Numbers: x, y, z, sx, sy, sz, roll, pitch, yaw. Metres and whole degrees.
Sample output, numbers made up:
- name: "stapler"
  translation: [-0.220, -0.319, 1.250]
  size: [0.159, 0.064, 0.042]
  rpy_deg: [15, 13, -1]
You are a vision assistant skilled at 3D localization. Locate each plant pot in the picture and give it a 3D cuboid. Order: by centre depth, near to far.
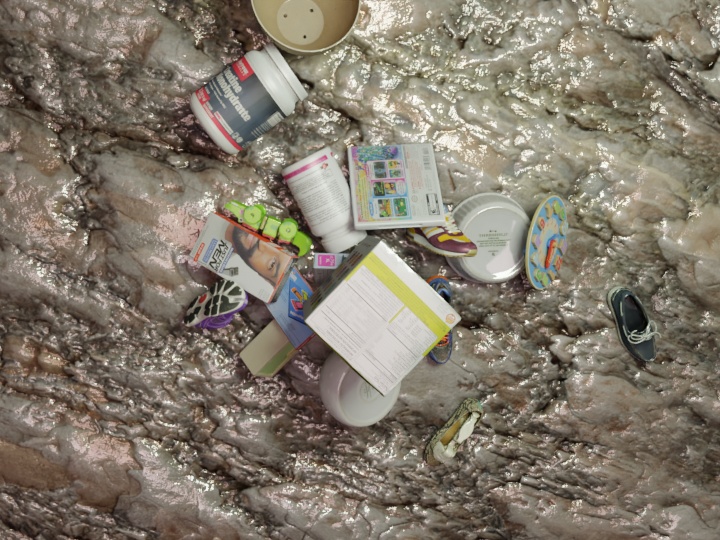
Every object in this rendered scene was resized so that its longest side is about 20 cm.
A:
- name: "plant pot"
  translation: [-0.110, -0.499, 1.124]
  size: [0.199, 0.134, 0.201]
  rpy_deg: [-1, 93, -11]

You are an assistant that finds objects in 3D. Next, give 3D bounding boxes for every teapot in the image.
- name: "teapot"
  translation: [-0.019, 0.232, 1.288]
  size: [0.197, 0.146, 0.201]
  rpy_deg: [30, 84, -35]

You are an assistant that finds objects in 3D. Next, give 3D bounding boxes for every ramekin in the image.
- name: "ramekin"
  translation: [0.280, -0.064, 1.263]
  size: [0.201, 0.094, 0.203]
  rpy_deg: [-1, 102, -3]

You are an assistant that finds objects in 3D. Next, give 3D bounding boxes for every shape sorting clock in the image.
- name: "shape sorting clock"
  translation: [0.396, -0.058, 1.237]
  size: [0.039, 0.200, 0.201]
  rpy_deg: [14, 104, 34]

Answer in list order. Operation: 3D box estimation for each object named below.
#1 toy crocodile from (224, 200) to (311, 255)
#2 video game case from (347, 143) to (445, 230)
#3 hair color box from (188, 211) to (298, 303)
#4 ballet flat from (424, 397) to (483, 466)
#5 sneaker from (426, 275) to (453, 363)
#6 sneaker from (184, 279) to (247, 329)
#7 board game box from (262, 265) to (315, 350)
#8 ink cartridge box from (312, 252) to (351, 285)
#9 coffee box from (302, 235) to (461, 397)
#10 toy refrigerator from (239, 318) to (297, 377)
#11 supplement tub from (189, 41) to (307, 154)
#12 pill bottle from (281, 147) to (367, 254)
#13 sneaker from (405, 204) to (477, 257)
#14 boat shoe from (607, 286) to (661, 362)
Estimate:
- name: "toy crocodile"
  translation: [-0.194, -0.095, 1.245]
  size: [0.199, 0.068, 0.062]
  rpy_deg: [24, 100, -8]
- name: "video game case"
  translation: [0.070, -0.175, 1.203]
  size: [0.181, 0.024, 0.201]
  rpy_deg: [-3, 62, -3]
- name: "hair color box"
  translation: [-0.244, -0.027, 1.228]
  size: [0.200, 0.064, 0.111]
  rpy_deg: [28, 94, 8]
- name: "ballet flat"
  translation: [0.217, 0.386, 1.363]
  size: [0.068, 0.075, 0.200]
  rpy_deg: [34, 98, -10]
- name: "sneaker"
  translation: [0.172, 0.115, 1.303]
  size: [0.075, 0.078, 0.201]
  rpy_deg: [-6, 102, -1]
- name: "sneaker"
  translation: [-0.292, 0.078, 1.240]
  size: [0.083, 0.200, 0.081]
  rpy_deg: [25, 59, -35]
- name: "board game box"
  translation: [-0.150, 0.060, 1.246]
  size: [0.103, 0.019, 0.200]
  rpy_deg: [-43, 64, 9]
- name: "ink cartridge box"
  translation: [0.000, 0.000, 1.250]
  size: [0.199, 0.119, 0.042]
  rpy_deg: [3, 71, -3]
- name: "coffee box"
  translation: [0.028, 0.076, 1.097]
  size: [0.200, 0.200, 0.198]
  rpy_deg: [44, 90, -8]
- name: "toy refrigerator"
  translation: [-0.160, 0.144, 1.280]
  size: [0.200, 0.076, 0.070]
  rpy_deg: [-45, 64, 6]
- name: "supplement tub"
  translation: [-0.219, -0.338, 1.156]
  size: [0.200, 0.140, 0.141]
  rpy_deg: [-35, 101, 5]
- name: "pill bottle"
  translation: [-0.071, -0.141, 1.219]
  size: [0.113, 0.113, 0.201]
  rpy_deg: [-26, 102, 3]
- name: "sneaker"
  translation: [0.166, -0.088, 1.205]
  size: [0.075, 0.200, 0.090]
  rpy_deg: [0, 108, -37]
- name: "boat shoe"
  translation: [0.630, 0.128, 1.338]
  size: [0.075, 0.062, 0.201]
  rpy_deg: [-24, 102, 0]
